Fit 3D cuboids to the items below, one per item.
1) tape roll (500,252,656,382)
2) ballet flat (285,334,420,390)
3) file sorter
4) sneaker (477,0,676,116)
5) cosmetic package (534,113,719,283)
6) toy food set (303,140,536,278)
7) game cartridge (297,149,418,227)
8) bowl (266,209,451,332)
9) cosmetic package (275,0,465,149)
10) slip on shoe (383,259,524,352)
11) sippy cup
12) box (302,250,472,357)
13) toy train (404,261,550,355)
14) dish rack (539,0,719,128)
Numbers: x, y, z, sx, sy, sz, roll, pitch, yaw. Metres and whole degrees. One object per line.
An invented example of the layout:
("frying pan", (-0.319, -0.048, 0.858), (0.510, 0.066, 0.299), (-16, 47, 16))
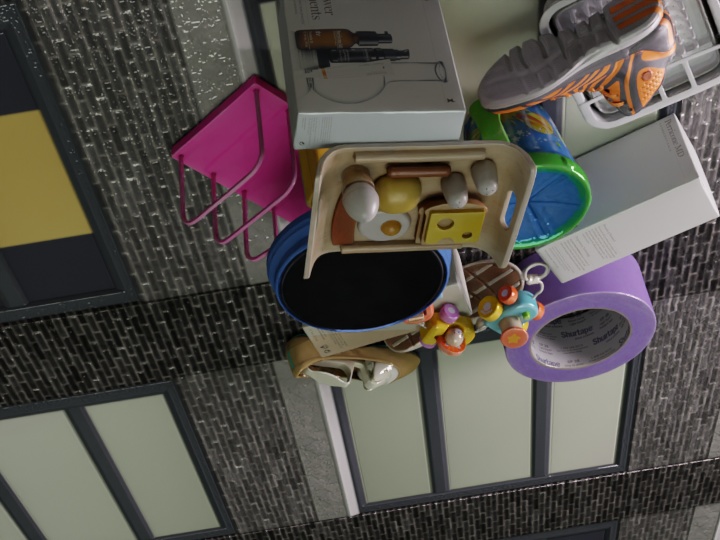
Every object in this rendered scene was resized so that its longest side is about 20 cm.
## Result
("tape roll", (0.279, 0.057, 1.605), (0.199, 0.085, 0.200), (-5, 141, -4))
("ballet flat", (-0.009, 0.135, 1.662), (0.199, 0.063, 0.069), (9, 139, -22))
("file sorter", (-0.082, -0.082, 1.323), (0.139, 0.126, 0.200), (-35, 135, 30))
("sneaker", (0.224, -0.187, 1.223), (0.200, 0.078, 0.112), (-22, 138, 18))
("cosmetic package", (0.297, -0.081, 1.415), (0.200, 0.108, 0.085), (-27, 138, 19))
("toy food set", (0.050, -0.046, 1.122), (0.199, 0.061, 0.144), (-2, 141, -9))
("game cartridge", (0.020, -0.129, 1.224), (0.176, 0.200, 0.032), (9, 138, -23))
("bowl", (0.000, 0.000, 1.311), (0.200, 0.039, 0.201), (-5, 143, -4))
("cosmetic package", (0.005, -0.201, 1.130), (0.150, 0.200, 0.052), (-1, 143, -11))
("slip on shoe", (0.121, 0.045, 1.581), (0.200, 0.076, 0.061), (-32, 174, 17))
("sippy cup", (0.169, -0.115, 1.328), (0.139, 0.131, 0.178), (0, 141, -12))
("box", (0.028, 0.027, 1.510), (0.199, 0.095, 0.078), (-15, 143, 10))
("toy train", (0.128, 0.052, 1.443), (0.199, 0.056, 0.150), (-8, 145, -3))
("dish rack", (0.284, -0.244, 1.258), (0.171, 0.044, 0.200), (-22, 140, 17))
